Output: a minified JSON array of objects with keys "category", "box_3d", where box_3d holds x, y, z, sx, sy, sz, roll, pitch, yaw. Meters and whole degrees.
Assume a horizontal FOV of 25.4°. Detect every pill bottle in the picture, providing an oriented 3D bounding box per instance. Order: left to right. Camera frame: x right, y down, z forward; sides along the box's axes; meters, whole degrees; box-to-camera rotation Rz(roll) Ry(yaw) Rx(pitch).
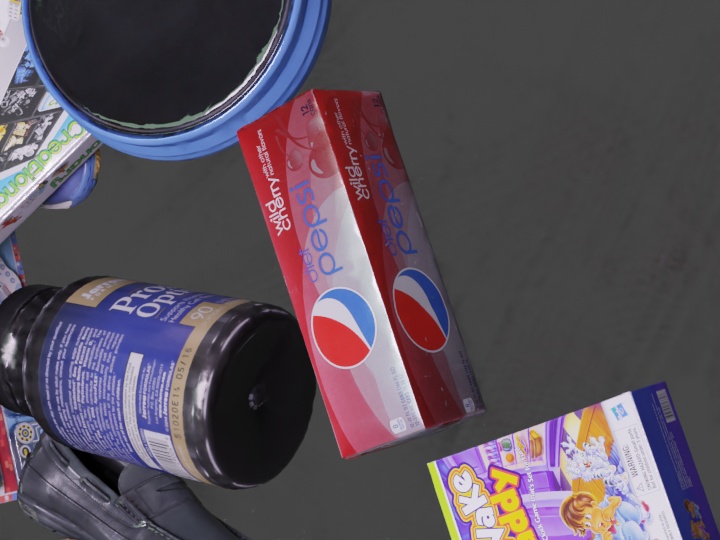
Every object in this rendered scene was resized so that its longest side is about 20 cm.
[{"category":"pill bottle","box_3d":[-0.136,0.063,0.984,0.199,0.112,0.112,9,99,34]}]

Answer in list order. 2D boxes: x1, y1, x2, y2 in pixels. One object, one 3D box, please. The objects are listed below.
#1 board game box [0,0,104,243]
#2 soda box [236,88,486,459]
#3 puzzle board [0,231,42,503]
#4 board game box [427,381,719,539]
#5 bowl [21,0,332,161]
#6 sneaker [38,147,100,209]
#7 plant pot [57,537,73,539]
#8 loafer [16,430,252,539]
[{"category":"board game box","box_3d":[-0.243,-0.096,1.027,0.200,0.035,0.126,-44,80,-2]},{"category":"soda box","box_3d":[0.000,0.000,0.908,0.063,0.070,0.201,-25,79,35]},{"category":"puzzle board","box_3d":[-0.275,0.060,1.060,0.017,0.150,0.201,-19,82,42]},{"category":"board game box","box_3d":[0.129,0.176,0.844,0.134,0.045,0.201,-25,79,34]},{"category":"bowl","box_3d":[-0.116,-0.168,0.962,0.200,0.039,0.202,-1,86,19]},{"category":"sneaker","box_3d":[-0.267,-0.091,1.082,0.199,0.088,0.076,22,104,31]},{"category":"plant pot","box_3d":[-0.219,0.307,1.037,0.186,0.187,0.201,-18,97,35]},{"category":"loafer","box_3d":[-0.138,0.151,1.019,0.200,0.068,0.071,19,98,30]}]
